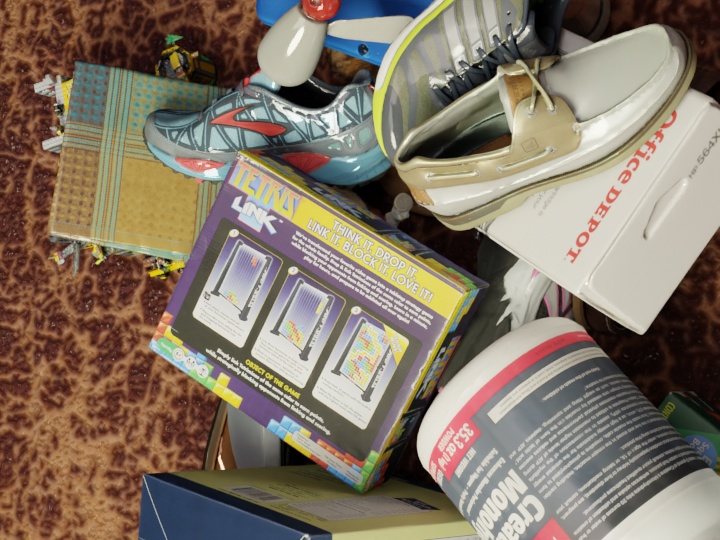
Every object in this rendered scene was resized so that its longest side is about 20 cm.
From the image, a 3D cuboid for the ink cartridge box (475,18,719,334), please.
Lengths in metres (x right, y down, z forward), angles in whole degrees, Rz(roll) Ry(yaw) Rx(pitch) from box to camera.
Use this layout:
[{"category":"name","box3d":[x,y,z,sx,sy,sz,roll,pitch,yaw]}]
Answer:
[{"category":"ink cartridge box","box3d":[0.145,-0.070,0.961,0.146,0.084,0.200,-55,42,5]}]

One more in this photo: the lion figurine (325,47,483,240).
[{"category":"lion figurine","box3d":[0.034,-0.115,1.111,0.122,0.072,0.202,-10,86,37]}]

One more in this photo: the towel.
[{"category":"towel","box3d":[-0.140,-0.080,1.148,0.199,0.022,0.148,10,79,-12]}]

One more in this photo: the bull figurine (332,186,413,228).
[{"category":"bull figurine","box3d":[0.000,0.000,1.106,0.121,0.065,0.201,165,94,-71]}]

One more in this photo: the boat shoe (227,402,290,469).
[{"category":"boat shoe","box3d":[-0.065,0.076,1.121,0.073,0.068,0.201,-13,81,62]}]

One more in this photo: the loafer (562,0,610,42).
[{"category":"loafer","box3d":[0.090,-0.217,1.092,0.199,0.063,0.072,16,93,28]}]

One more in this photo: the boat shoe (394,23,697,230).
[{"category":"boat shoe","box3d":[0.111,-0.094,0.892,0.199,0.068,0.075,-33,46,24]}]

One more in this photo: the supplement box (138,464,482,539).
[{"category":"supplement box","box3d":[-0.023,0.220,1.001,0.199,0.199,0.135,8,93,50]}]

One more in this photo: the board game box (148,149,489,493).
[{"category":"board game box","box3d":[-0.033,0.033,1.023,0.199,0.057,0.166,32,104,19]}]

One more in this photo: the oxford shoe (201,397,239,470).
[{"category":"oxford shoe","box3d":[-0.097,0.177,1.168,0.071,0.071,0.202,7,86,-2]}]

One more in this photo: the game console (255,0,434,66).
[{"category":"game console","box3d":[0.043,-0.243,1.089,0.199,0.170,0.119,26,130,33]}]

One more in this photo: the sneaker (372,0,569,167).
[{"category":"sneaker","box3d":[0.081,-0.151,0.955,0.081,0.074,0.201,38,98,46]}]

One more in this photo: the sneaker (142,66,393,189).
[{"category":"sneaker","box3d":[-0.071,-0.122,1.084,0.199,0.079,0.096,3,121,13]}]

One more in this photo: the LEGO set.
[{"category":"LEGO set","box3d":[-0.193,-0.097,1.199,0.153,0.116,0.202,-6,83,27]}]

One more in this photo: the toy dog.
[{"category":"toy dog","box3d":[0.005,-0.221,0.998,0.199,0.096,0.132,-25,95,29]}]

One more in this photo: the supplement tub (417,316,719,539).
[{"category":"supplement tub","box3d":[0.143,0.142,0.908,0.140,0.140,0.200,-48,63,16]}]

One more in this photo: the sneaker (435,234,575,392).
[{"category":"sneaker","box3d":[0.127,0.024,1.051,0.080,0.086,0.201,17,74,51]}]

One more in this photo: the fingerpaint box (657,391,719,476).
[{"category":"fingerpaint box","box3d":[0.226,0.211,0.977,0.167,0.073,0.201,40,104,25]}]

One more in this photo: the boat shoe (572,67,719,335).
[{"category":"boat shoe","box3d":[0.204,-0.049,1.013,0.070,0.070,0.201,15,92,33]}]
